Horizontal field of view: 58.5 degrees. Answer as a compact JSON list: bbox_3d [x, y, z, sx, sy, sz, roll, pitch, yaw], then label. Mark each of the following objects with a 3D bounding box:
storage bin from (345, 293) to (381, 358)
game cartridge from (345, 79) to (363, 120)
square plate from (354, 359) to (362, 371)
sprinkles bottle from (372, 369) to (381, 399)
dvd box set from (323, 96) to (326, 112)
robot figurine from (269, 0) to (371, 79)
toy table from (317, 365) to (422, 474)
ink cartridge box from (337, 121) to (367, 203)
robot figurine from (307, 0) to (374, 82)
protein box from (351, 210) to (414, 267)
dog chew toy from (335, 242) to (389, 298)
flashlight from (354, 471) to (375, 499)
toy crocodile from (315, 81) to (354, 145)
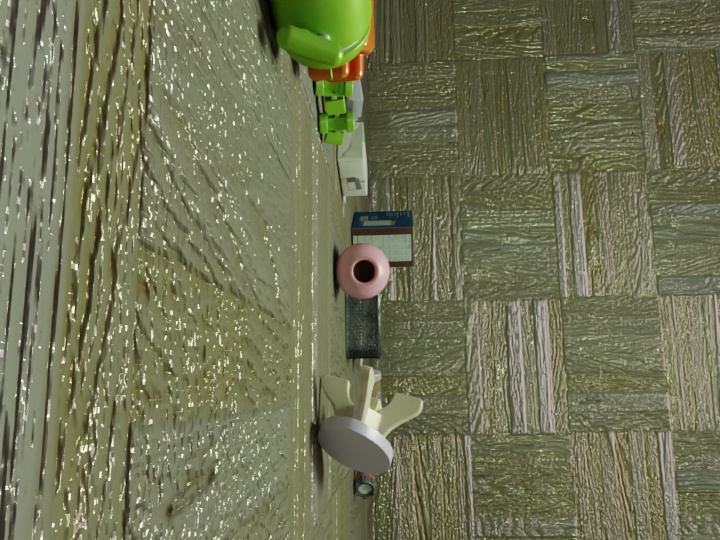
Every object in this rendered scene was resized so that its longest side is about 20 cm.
[{"bbox_3d":[0.009,0.138,1.773,0.135,0.093,0.202,32,57,-86],"label":"storage bin"},{"bbox_3d":[-0.031,-0.441,1.387,0.133,0.040,0.202,123,-44,-78],"label":"game cartridge"},{"bbox_3d":[-0.009,0.180,2.000,0.199,0.028,0.202,-85,173,-57],"label":"square plate"},{"bbox_3d":[0.054,0.517,2.666,0.068,0.067,0.202,-78,166,-77],"label":"sprinkles bottle"},{"bbox_3d":[-0.059,-0.398,1.277,0.201,0.029,0.147,85,5,-48],"label":"dvd box set"},{"bbox_3d":[-0.045,-0.313,0.717,0.200,0.114,0.177,83,2,-64],"label":"robot figurine"},{"bbox_3d":[0.004,0.253,1.089,0.201,0.182,0.118,100,9,-59],"label":"toy table"},{"bbox_3d":[-0.018,-0.271,1.649,0.201,0.067,0.118,82,7,-63],"label":"ink cartridge box"},{"bbox_3d":[-0.038,-0.371,0.900,0.117,0.142,0.202,-155,-119,-68],"label":"robot figurine"},{"bbox_3d":[0.076,-0.105,2.107,0.199,0.198,0.136,-83,171,-69],"label":"protein box"},{"bbox_3d":[0.000,0.000,1.492,0.200,0.123,0.126,-170,-101,-85],"label":"dog chew toy"},{"bbox_3d":[0.015,0.604,1.962,0.200,0.067,0.068,-86,-160,-69],"label":"flashlight"},{"bbox_3d":[-0.046,-0.310,1.165,0.201,0.067,0.062,89,-3,-47],"label":"toy crocodile"}]
